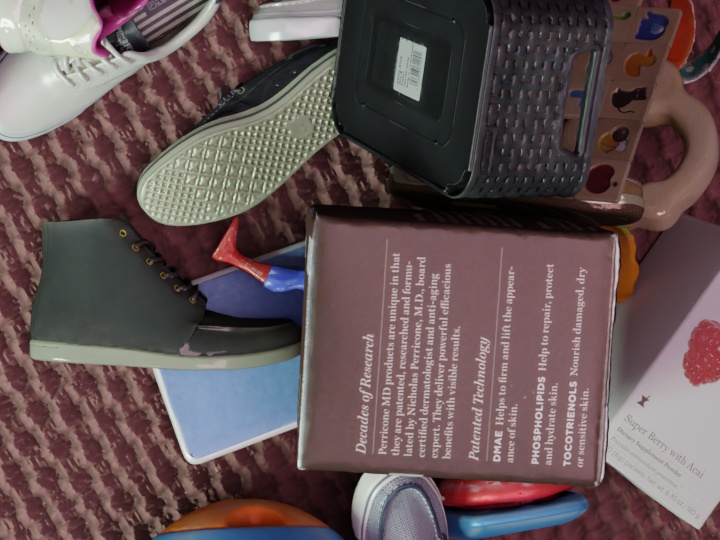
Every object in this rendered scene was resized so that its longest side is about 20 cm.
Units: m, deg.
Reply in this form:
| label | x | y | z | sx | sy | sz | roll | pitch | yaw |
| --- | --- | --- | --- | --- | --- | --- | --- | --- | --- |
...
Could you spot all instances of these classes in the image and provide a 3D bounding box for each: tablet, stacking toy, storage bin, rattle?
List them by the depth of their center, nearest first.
| label | x | y | z | sx | sy | sz | roll | pitch | yaw |
| --- | --- | --- | --- | --- | --- | --- | --- | --- | --- |
| storage bin | 0.068 | -0.135 | 1.139 | 0.093 | 0.200 | 0.136 | -1 | 109 | -27 |
| tablet | -0.058 | 0.052 | 1.285 | 0.199 | 0.014 | 0.131 | -20 | 86 | -11 |
| stacking toy | 0.103 | 0.100 | 1.323 | 0.109 | 0.116 | 0.202 | -7 | 88 | -19 |
| rattle | 0.236 | -0.095 | 1.337 | 0.143 | 0.129 | 0.201 | 51 | 50 | -39 |

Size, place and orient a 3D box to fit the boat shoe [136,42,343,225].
| label | x | y | z | sx | sy | sz | roll | pitch | yaw |
| --- | --- | --- | --- | --- | --- | --- | --- | --- | --- |
| boat shoe | -0.076 | -0.101 | 1.242 | 0.199 | 0.062 | 0.075 | -35 | 122 | -6 |

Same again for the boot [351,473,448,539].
| label | x | y | z | sx | sy | sz | roll | pitch | yaw |
| --- | --- | --- | --- | --- | --- | --- | --- | --- | --- |
| boot | 0.051 | 0.232 | 1.255 | 0.072 | 0.090 | 0.201 | -25 | 128 | -16 |

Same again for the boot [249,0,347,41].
| label | x | y | z | sx | sy | sz | roll | pitch | yaw |
| --- | --- | --- | --- | --- | --- | --- | --- | --- | --- |
| boot | 0.007 | -0.224 | 1.242 | 0.199 | 0.073 | 0.096 | -13 | 103 | -22 |

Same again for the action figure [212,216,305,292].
| label | x | y | z | sx | sy | sz | roll | pitch | yaw |
| --- | --- | --- | --- | --- | --- | --- | --- | --- | --- |
| action figure | 0.000 | 0.000 | 1.260 | 0.199 | 0.065 | 0.099 | 31 | 88 | -4 |

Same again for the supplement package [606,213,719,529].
| label | x | y | z | sx | sy | sz | roll | pitch | yaw |
| --- | --- | --- | --- | --- | --- | --- | --- | --- | --- |
| supplement package | 0.257 | 0.075 | 1.339 | 0.121 | 0.120 | 0.201 | 36 | 89 | -19 |

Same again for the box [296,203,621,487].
| label | x | y | z | sx | sy | sz | roll | pitch | yaw |
| --- | --- | --- | --- | --- | --- | --- | --- | --- | --- |
| box | 0.059 | 0.045 | 1.150 | 0.198 | 0.166 | 0.166 | 3 | 95 | -2 |

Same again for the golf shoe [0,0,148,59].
| label | x | y | z | sx | sy | sz | roll | pitch | yaw |
| --- | --- | --- | --- | --- | --- | --- | --- | --- | --- |
| golf shoe | -0.164 | -0.214 | 1.154 | 0.091 | 0.076 | 0.201 | 19 | 61 | 21 |

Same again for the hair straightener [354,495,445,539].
| label | x | y | z | sx | sy | sz | roll | pitch | yaw |
| --- | --- | --- | --- | --- | --- | --- | --- | --- | --- |
| hair straightener | 0.038 | 0.164 | 1.323 | 0.041 | 0.077 | 0.202 | 4 | 93 | -55 |

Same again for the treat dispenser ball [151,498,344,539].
| label | x | y | z | sx | sy | sz | roll | pitch | yaw |
| --- | --- | --- | --- | --- | --- | --- | --- | --- | --- |
| treat dispenser ball | -0.082 | 0.267 | 1.236 | 0.199 | 0.201 | 0.203 | -3 | 101 | -15 |

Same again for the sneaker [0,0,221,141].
| label | x | y | z | sx | sy | sz | roll | pitch | yaw |
| --- | --- | --- | --- | --- | --- | --- | --- | --- | --- |
| sneaker | -0.183 | -0.161 | 1.195 | 0.200 | 0.071 | 0.073 | -38 | 108 | -4 |

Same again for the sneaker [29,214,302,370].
| label | x | y | z | sx | sy | sz | roll | pitch | yaw |
| --- | --- | --- | --- | --- | --- | --- | --- | --- | --- |
| sneaker | -0.136 | 0.015 | 1.226 | 0.198 | 0.075 | 0.107 | 2 | 91 | -8 |

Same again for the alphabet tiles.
| label | x | y | z | sx | sy | sz | roll | pitch | yaw |
| --- | --- | --- | --- | --- | --- | --- | --- | --- | --- |
| alphabet tiles | 0.138 | -0.140 | 1.243 | 0.008 | 0.166 | 0.201 | 55 | 51 | -50 |

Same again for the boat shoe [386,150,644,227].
| label | x | y | z | sx | sy | sz | roll | pitch | yaw |
| --- | --- | --- | --- | --- | --- | --- | --- | --- | --- |
| boat shoe | 0.115 | -0.080 | 1.251 | 0.199 | 0.072 | 0.077 | 9 | 79 | 23 |
